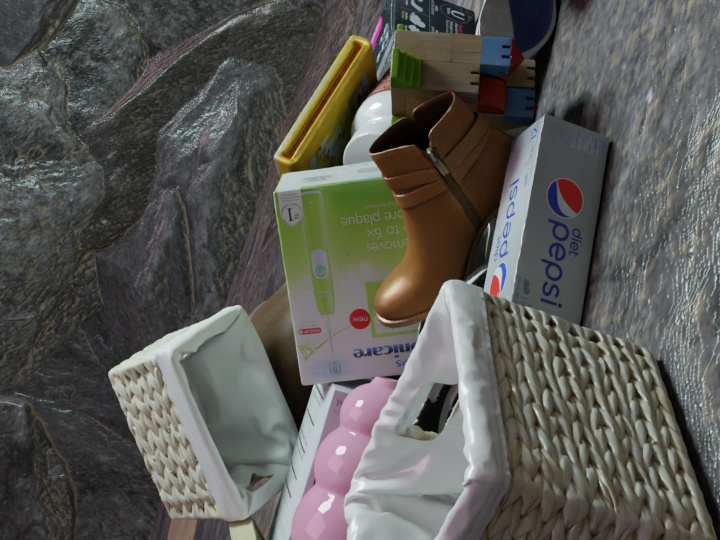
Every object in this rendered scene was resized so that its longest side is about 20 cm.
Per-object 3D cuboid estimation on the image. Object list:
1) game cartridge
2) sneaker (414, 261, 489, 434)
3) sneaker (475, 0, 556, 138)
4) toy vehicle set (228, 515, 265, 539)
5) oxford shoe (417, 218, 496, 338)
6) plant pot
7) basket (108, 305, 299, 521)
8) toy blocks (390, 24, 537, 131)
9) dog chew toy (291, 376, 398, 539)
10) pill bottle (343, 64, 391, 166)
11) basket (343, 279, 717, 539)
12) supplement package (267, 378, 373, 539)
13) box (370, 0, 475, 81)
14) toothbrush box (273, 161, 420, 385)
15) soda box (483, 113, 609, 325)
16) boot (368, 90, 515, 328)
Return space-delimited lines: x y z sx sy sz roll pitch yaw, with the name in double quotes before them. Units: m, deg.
"game cartridge" -0.025 -0.133 1.415 0.178 0.032 0.201 -60 -23 -22
"sneaker" 0.089 0.070 1.136 0.080 0.073 0.202 -91 21 -61
"sneaker" 0.129 -0.192 1.282 0.115 0.079 0.202 162 121 -73
"toy vehicle set" -0.076 0.359 1.305 0.202 0.026 0.124 64 176 -13
"oxford shoe" 0.089 -0.015 1.198 0.075 0.057 0.203 8 92 65
"plant pot" -0.034 0.076 1.448 0.199 0.198 0.202 -51 24 44
"basket" -0.168 0.161 1.379 0.122 0.202 0.135 -17 10 38
"toy blocks" 0.096 -0.158 1.127 0.200 0.134 0.102 78 -164 -78
"dog chew toy" 0.006 0.202 1.200 0.124 0.123 0.203 -170 93 -78
"pill bottle" 0.055 -0.161 1.373 0.201 0.111 0.113 -57 -4 -48
"basket" 0.094 0.150 0.793 0.201 0.159 0.200 -94 24 -57
"supplement package" -0.014 0.217 1.313 0.110 0.112 0.203 -136 62 -77
"box" 0.059 -0.224 1.566 0.133 0.113 0.201 -87 16 -50
"toothbrush box" 0.000 0.000 1.268 0.086 0.143 0.203 -82 -15 -73
"soda box" 0.144 -0.016 1.014 0.068 0.063 0.203 142 142 -67
"boot" 0.055 -0.050 1.096 0.199 0.155 0.077 -36 39 17
